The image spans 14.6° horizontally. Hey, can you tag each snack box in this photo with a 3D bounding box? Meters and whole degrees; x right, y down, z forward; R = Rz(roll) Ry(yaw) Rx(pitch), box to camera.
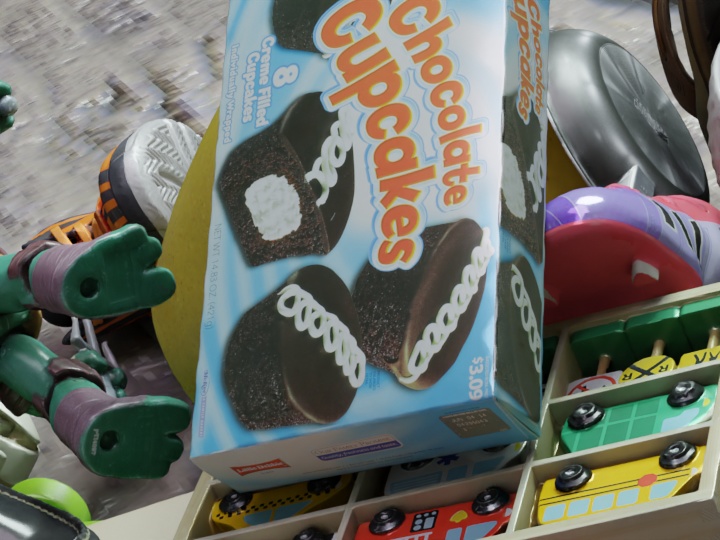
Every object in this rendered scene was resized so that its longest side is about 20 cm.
[{"bbox_3d":[0.006,-0.030,0.954,0.116,0.037,0.201,-13,58,27],"label":"snack box"}]

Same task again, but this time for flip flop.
[{"bbox_3d":[0.151,-0.101,1.162,0.057,0.200,0.081,30,68,29],"label":"flip flop"}]

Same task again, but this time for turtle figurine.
[{"bbox_3d":[-0.141,0.011,1.127,0.100,0.150,0.200,-34,30,-21],"label":"turtle figurine"}]

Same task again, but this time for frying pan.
[{"bbox_3d":[0.099,-0.047,1.139,0.031,0.115,0.190,-33,1,22],"label":"frying pan"}]

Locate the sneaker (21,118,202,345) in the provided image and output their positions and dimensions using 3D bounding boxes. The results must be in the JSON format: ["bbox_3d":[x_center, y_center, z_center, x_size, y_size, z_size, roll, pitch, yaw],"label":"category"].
[{"bbox_3d":[-0.103,-0.007,1.251,0.112,0.078,0.200,-24,-11,9],"label":"sneaker"}]

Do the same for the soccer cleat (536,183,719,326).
[{"bbox_3d":[0.104,-0.002,1.021,0.066,0.200,0.077,-15,67,23],"label":"soccer cleat"}]

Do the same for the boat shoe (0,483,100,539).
[{"bbox_3d":[-0.169,0.087,1.004,0.199,0.068,0.072,11,36,43],"label":"boat shoe"}]

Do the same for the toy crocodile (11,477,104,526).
[{"bbox_3d":[-0.164,0.129,1.102,0.199,0.062,0.068,-8,28,12],"label":"toy crocodile"}]

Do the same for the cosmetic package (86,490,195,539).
[{"bbox_3d":[-0.069,0.138,0.996,0.199,0.073,0.104,-18,26,2],"label":"cosmetic package"}]

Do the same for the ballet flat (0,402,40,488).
[{"bbox_3d":[-0.177,0.069,1.177,0.071,0.069,0.200,23,6,12],"label":"ballet flat"}]

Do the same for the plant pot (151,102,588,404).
[{"bbox_3d":[0.000,0.000,1.114,0.142,0.200,0.200,-38,18,26],"label":"plant pot"}]

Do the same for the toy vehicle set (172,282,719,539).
[{"bbox_3d":[0.034,0.068,0.925,0.199,0.027,0.124,-15,28,22],"label":"toy vehicle set"}]

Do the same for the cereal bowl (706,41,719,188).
[{"bbox_3d":[0.230,-0.035,1.079,0.199,0.084,0.201,1,34,-1],"label":"cereal bowl"}]
